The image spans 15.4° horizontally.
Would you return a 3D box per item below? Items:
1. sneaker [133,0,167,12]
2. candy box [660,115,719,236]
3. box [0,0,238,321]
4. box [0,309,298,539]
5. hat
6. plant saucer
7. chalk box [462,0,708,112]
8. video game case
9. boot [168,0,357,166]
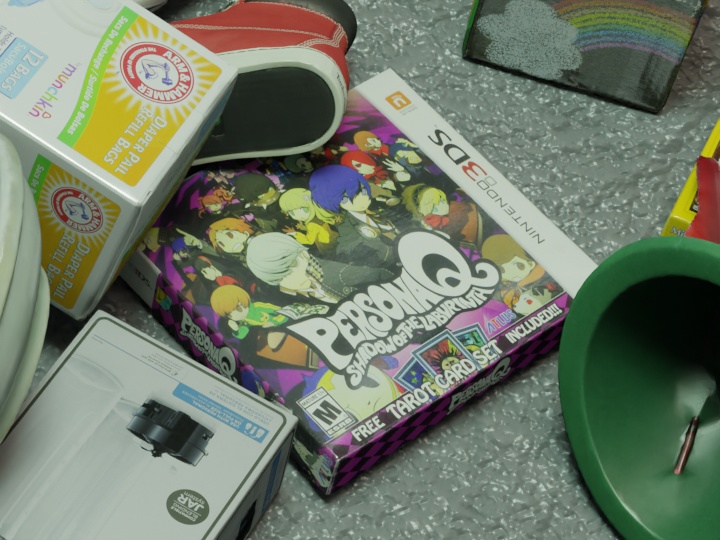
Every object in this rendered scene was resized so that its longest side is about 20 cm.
[{"bbox_3d":[-0.089,-0.198,1.446,0.200,0.071,0.073,-45,111,-43],"label":"sneaker"},{"bbox_3d":[0.248,-0.068,1.482,0.102,0.026,0.200,27,51,5],"label":"candy box"},{"bbox_3d":[-0.177,-0.088,1.277,0.200,0.101,0.113,33,48,0],"label":"box"},{"bbox_3d":[-0.126,0.125,1.213,0.116,0.060,0.200,29,51,10],"label":"box"},{"bbox_3d":[0.210,0.040,1.322,0.176,0.165,0.200,-18,94,-47],"label":"hat"},{"bbox_3d":[-0.185,0.037,1.187,0.050,0.200,0.200,23,46,-25],"label":"plant saucer"},{"bbox_3d":[0.143,-0.208,1.453,0.124,0.200,0.124,16,50,-1],"label":"chalk box"},{"bbox_3d":[0.000,0.000,1.359,0.200,0.036,0.181,-30,63,-31],"label":"video game case"},{"bbox_3d":[-0.103,-0.108,1.409,0.199,0.073,0.144,-2,26,4],"label":"boot"}]
